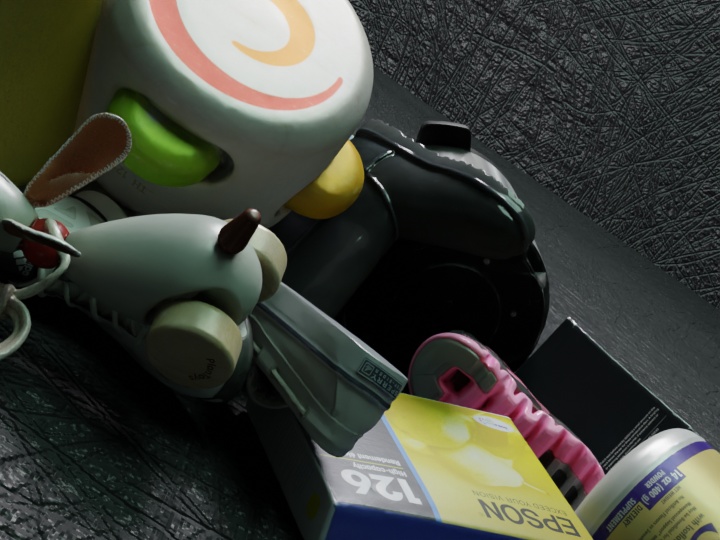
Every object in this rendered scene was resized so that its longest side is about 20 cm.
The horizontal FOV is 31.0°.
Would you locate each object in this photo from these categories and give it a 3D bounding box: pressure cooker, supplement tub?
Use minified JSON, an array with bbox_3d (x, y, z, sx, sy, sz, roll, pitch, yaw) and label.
[{"bbox_3d":[0.058,-0.009,1.071,0.179,0.175,0.201,47,17,-24],"label":"pressure cooker"},{"bbox_3d":[0.234,0.216,0.830,0.200,0.146,0.145,43,15,30],"label":"supplement tub"}]

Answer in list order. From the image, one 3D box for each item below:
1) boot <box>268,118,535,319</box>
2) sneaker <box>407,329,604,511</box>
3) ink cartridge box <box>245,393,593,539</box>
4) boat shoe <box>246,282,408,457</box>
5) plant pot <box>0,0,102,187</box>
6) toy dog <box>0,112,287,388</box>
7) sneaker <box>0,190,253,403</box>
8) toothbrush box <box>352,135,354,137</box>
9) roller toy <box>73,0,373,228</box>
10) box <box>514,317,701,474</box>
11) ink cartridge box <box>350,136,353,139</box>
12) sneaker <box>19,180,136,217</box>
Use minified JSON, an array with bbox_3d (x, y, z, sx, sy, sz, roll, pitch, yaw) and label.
[{"bbox_3d":[-0.001,0.000,0.887,0.164,0.200,0.066,29,-32,31],"label":"boot"},{"bbox_3d":[0.117,0.121,0.962,0.201,0.079,0.095,51,11,-2],"label":"sneaker"},{"bbox_3d":[0.046,0.141,0.783,0.196,0.047,0.200,17,19,-29],"label":"ink cartridge box"},{"bbox_3d":[-0.043,0.050,0.763,0.072,0.066,0.200,37,-3,-36],"label":"boat shoe"},{"bbox_3d":[-0.276,-0.154,0.720,0.198,0.202,0.176,26,27,13],"label":"plant pot"},{"bbox_3d":[-0.126,-0.020,0.673,0.197,0.097,0.133,8,46,-19],"label":"toy dog"},{"bbox_3d":[-0.157,0.015,0.750,0.200,0.076,0.115,35,20,34],"label":"sneaker"},{"bbox_3d":[-0.105,-0.154,1.377,0.199,0.087,0.145,38,14,15],"label":"toothbrush box"},{"bbox_3d":[-0.094,-0.121,0.849,0.198,0.140,0.184,-4,62,-34],"label":"roller toy"},{"bbox_3d":[0.209,0.140,1.055,0.141,0.079,0.200,47,-1,30],"label":"box"},{"bbox_3d":[-0.104,-0.094,1.087,0.128,0.126,0.199,42,15,26],"label":"ink cartridge box"},{"bbox_3d":[-0.183,-0.065,0.921,0.199,0.078,0.082,32,6,-21],"label":"sneaker"}]
